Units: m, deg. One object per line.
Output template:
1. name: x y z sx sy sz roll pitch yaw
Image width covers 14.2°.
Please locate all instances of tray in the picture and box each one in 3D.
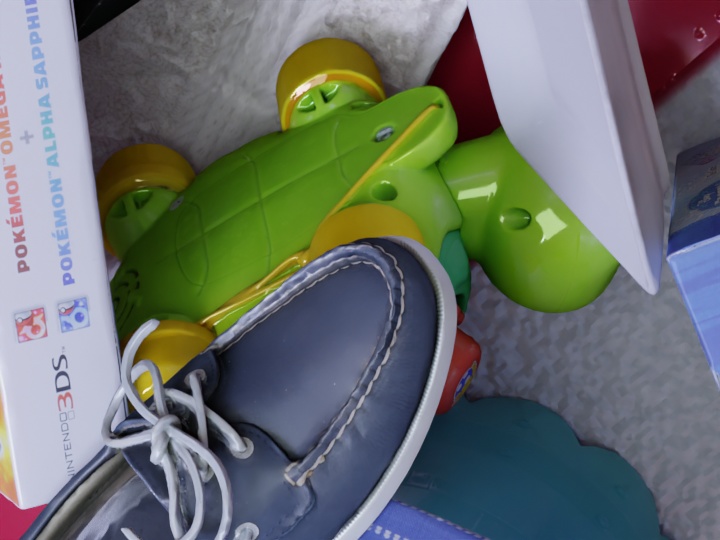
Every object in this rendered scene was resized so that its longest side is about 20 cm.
1. tray: 0.050 -0.097 0.826 0.022 0.107 0.200 -25 127 -10

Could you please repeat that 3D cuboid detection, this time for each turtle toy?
1. turtle toy: 0.000 0.000 0.961 0.200 0.146 0.101 -28 124 12

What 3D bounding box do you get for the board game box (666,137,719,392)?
1. board game box: 0.152 0.062 0.923 0.043 0.199 0.200 -20 97 11

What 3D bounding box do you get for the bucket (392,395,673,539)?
1. bucket: 0.014 0.149 1.016 0.207 0.135 0.207 4 104 14

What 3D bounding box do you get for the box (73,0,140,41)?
1. box: -0.090 -0.197 0.898 0.124 0.149 0.200 -36 91 -19

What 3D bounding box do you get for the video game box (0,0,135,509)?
1. video game box: -0.139 -0.036 0.945 0.047 0.200 0.182 -16 108 -23

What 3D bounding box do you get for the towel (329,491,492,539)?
1. towel: -0.026 0.161 0.853 0.145 0.024 0.200 18 84 41

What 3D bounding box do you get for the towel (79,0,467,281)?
1. towel: -0.051 -0.066 1.024 0.132 0.034 0.200 27 109 -4

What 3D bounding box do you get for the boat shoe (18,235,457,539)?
1. boat shoe: -0.052 0.066 0.855 0.200 0.062 0.075 -46 52 15
